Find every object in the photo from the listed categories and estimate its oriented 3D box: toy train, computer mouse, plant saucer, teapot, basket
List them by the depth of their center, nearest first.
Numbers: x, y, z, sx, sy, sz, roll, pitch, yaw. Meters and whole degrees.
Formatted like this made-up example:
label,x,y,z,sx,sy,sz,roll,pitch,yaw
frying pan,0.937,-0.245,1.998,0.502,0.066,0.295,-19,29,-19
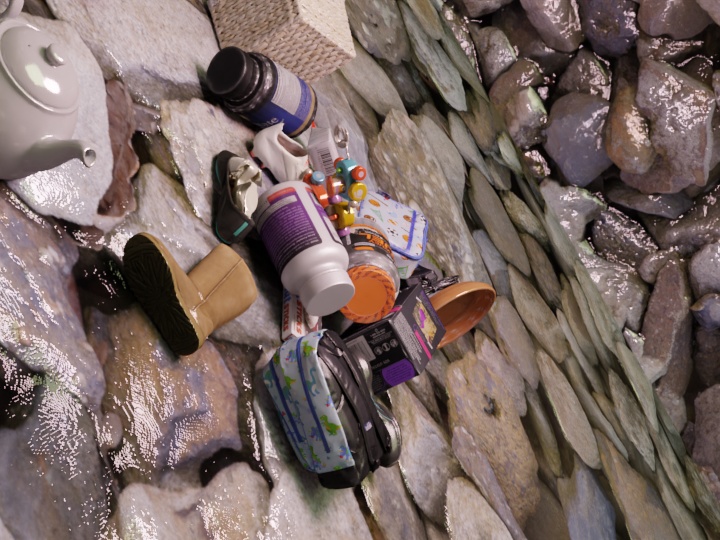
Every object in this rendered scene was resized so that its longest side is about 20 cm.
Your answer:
label,x,y,z,sx,sy,sz,roll,pitch,yaw
teapot,-0.392,-0.214,1.120,0.200,0.146,0.198,43,29,-33
toy train,-0.057,-0.137,1.608,0.055,0.200,0.151,-18,68,-27
basket,-0.144,-0.448,1.829,0.198,0.199,0.162,22,50,-55
plant saucer,0.161,0.083,1.842,0.038,0.200,0.200,56,20,24
computer mouse,0.081,0.030,1.856,0.140,0.200,0.046,-18,111,-30

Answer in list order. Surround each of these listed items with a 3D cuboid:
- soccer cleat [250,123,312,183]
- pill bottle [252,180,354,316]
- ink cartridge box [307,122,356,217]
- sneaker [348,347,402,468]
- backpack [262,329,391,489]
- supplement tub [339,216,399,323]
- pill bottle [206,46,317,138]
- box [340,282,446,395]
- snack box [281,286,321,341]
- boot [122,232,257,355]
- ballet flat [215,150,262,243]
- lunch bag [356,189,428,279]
label,x,y,z,sx,sy,sz,roll,pitch,yaw
soccer cleat,-0.108,-0.167,1.723,0.200,0.077,0.069,49,26,-25
pill bottle,-0.086,-0.032,1.535,0.111,0.111,0.201,23,33,-54
ink cartridge box,-0.049,-0.185,1.805,0.200,0.057,0.163,-80,153,-65
sneaker,-0.005,0.217,1.531,0.079,0.075,0.201,0,56,-49
backpack,-0.050,0.185,1.393,0.163,0.153,0.201,-42,123,-64
supplement tub,0.000,0.000,1.650,0.123,0.122,0.200,49,12,-24
pill bottle,-0.171,-0.311,1.715,0.200,0.111,0.112,21,45,-55
box,0.053,0.116,1.672,0.107,0.122,0.200,61,23,-7
snack box,-0.093,0.049,1.577,0.072,0.024,0.201,40,30,-34
boot,-0.224,0.005,1.321,0.176,0.066,0.200,68,22,-13
ballet flat,-0.184,-0.126,1.534,0.068,0.068,0.201,34,34,-38
lunch bag,0.055,-0.072,1.874,0.159,0.076,0.200,25,30,-5
